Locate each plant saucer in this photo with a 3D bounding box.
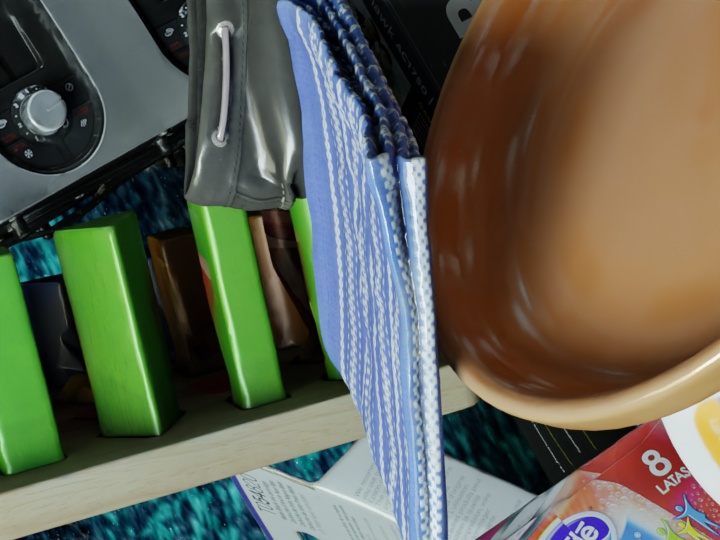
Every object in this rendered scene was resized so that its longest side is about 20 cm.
[{"bbox_3d":[0.093,-0.046,0.740,0.037,0.201,0.200,27,166,-32],"label":"plant saucer"}]

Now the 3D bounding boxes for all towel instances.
[{"bbox_3d":[0.000,0.000,0.827,0.200,0.024,0.146,-110,14,-68],"label":"towel"}]

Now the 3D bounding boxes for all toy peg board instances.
[{"bbox_3d":[-0.085,0.017,1.029,0.199,0.199,0.098,-160,57,-71],"label":"toy peg board"}]

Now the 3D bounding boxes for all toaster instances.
[{"bbox_3d":[-0.136,-0.078,1.081,0.119,0.180,0.200,60,152,-1],"label":"toaster"}]

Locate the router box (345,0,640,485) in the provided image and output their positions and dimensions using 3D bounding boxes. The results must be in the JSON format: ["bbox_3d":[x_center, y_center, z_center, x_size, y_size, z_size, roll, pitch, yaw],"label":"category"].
[{"bbox_3d":[0.053,-0.025,0.919,0.201,0.051,0.149,60,168,8],"label":"router box"}]

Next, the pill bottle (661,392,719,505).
[{"bbox_3d":[0.186,0.002,0.728,0.199,0.112,0.112,-19,107,40],"label":"pill bottle"}]

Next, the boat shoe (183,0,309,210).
[{"bbox_3d":[-0.051,-0.120,0.946,0.067,0.057,0.201,131,129,-78],"label":"boat shoe"}]

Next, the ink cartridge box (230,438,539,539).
[{"bbox_3d":[0.053,0.129,1.066,0.199,0.041,0.200,22,161,20],"label":"ink cartridge box"}]

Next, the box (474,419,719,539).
[{"bbox_3d":[0.088,0.150,0.856,0.100,0.095,0.200,47,158,26],"label":"box"}]
